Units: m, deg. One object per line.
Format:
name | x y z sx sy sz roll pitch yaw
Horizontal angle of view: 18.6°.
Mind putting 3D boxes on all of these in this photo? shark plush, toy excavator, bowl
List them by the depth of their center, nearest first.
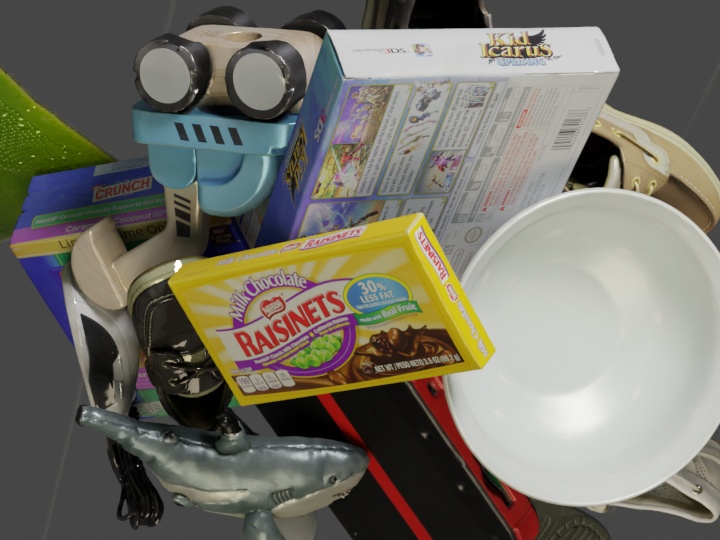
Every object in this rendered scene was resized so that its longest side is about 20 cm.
bowl | 0.135 0.043 1.406 0.200 0.090 0.202 -2 98 -14
toy excavator | -0.103 -0.065 1.432 0.194 0.100 0.201 6 111 21
shark plush | -0.098 0.118 1.525 0.199 0.091 0.083 27 135 -11

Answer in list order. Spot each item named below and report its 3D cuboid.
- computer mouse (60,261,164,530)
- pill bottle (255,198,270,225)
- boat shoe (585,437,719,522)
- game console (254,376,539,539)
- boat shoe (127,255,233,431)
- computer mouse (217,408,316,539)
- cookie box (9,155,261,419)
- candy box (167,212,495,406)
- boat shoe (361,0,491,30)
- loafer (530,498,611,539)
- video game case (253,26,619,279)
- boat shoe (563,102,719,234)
computer mouse | -0.172 0.079 1.556 0.044 0.110 0.201 -11 128 -4
pill bottle | 0.000 0.000 1.534 0.109 0.110 0.200 -5 136 14
boat shoe | 0.186 0.152 1.696 0.199 0.070 0.071 10 140 0
game console | 0.019 0.127 1.546 0.176 0.031 0.200 -8 123 47
boat shoe | -0.113 0.055 1.493 0.071 0.066 0.201 -17 157 -8
computer mouse | -0.068 0.157 1.665 0.044 0.200 0.110 -40 116 2
cookie box | -0.132 0.012 1.593 0.170 0.075 0.200 -9 134 19
candy box | -0.021 0.027 1.353 0.199 0.026 0.102 -12 115 39
boat shoe | 0.042 -0.148 1.369 0.074 0.073 0.200 -21 137 -8
loafer | 0.135 0.204 1.772 0.075 0.070 0.200 -50 132 -6
video game case | 0.043 -0.067 1.364 0.181 0.046 0.200 -4 142 -23
boat shoe | 0.161 -0.069 1.466 0.200 0.067 0.074 30 134 -21
